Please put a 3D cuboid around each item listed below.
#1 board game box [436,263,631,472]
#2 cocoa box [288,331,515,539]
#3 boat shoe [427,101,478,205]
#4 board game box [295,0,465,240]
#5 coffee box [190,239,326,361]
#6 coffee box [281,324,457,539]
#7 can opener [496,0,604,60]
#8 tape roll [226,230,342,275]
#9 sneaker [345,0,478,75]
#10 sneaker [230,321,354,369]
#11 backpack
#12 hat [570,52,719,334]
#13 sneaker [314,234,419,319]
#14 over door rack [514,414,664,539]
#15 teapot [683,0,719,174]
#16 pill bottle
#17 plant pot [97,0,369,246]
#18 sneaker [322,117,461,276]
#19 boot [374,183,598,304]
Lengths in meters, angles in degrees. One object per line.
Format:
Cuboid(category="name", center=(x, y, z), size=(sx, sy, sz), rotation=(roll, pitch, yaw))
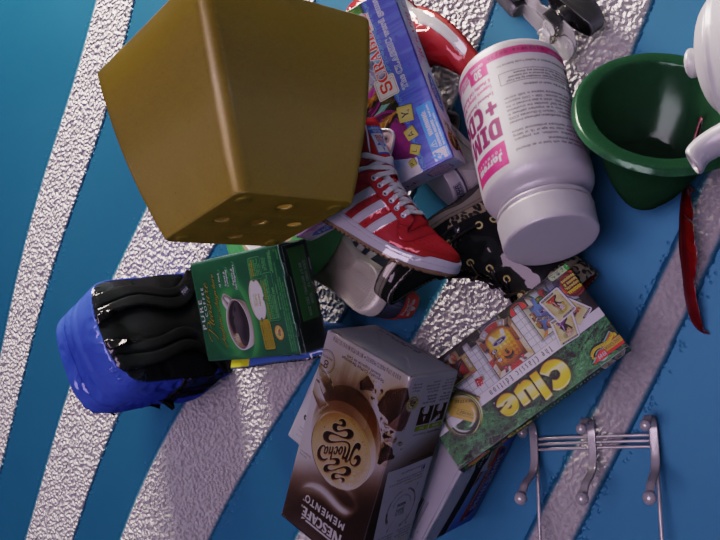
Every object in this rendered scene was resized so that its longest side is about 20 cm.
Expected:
Cuboid(category="board game box", center=(0.150, 0.094, 0.915), size=(0.199, 0.023, 0.106), rotation=(-38, 64, 6))
Cuboid(category="cocoa box", center=(0.048, 0.174, 1.031), size=(0.199, 0.130, 0.135), rotation=(34, 106, 28))
Cuboid(category="boat shoe", center=(0.078, -0.156, 1.057), size=(0.069, 0.071, 0.201), rotation=(-29, 51, -10))
Cuboid(category="board game box", center=(-0.012, -0.165, 1.013), size=(0.197, 0.041, 0.203), rotation=(-25, 75, 22))
Cuboid(category="coffee box", center=(-0.121, 0.037, 1.080), size=(0.198, 0.043, 0.126), rotation=(-12, 91, 51))
Cuboid(category="coffee box", center=(0.006, 0.170, 0.919), size=(0.112, 0.079, 0.204), rotation=(25, 107, 38))
Cuboid(category="can opener", center=(0.174, -0.303, 1.010), size=(0.066, 0.053, 0.201), rotation=(-37, 69, -10))
Cuboid(category="tape roll", center=(-0.089, -0.084, 1.134), size=(0.198, 0.048, 0.205), rotation=(-17, 67, 45))
Cuboid(category="sneaker", center=(0.043, -0.237, 1.057), size=(0.116, 0.078, 0.200), rotation=(-50, 51, 4))
Cuboid(category="sneaker", center=(-0.088, 0.074, 1.157), size=(0.197, 0.066, 0.080), rotation=(-9, 86, 33))
Cuboid(category="backpack", center=(-0.288, 0.107, 1.207), size=(0.167, 0.199, 0.164), rotation=(-39, 71, 25))
Cuboid(category="hat", center=(0.284, -0.084, 0.939), size=(0.162, 0.178, 0.202), rotation=(10, 50, 15))
Cuboid(category="sneaker", center=(0.000, 0.000, 1.106), size=(0.076, 0.083, 0.200), rotation=(-60, 38, 16))
Cuboid(category="over door rack", center=(0.235, 0.252, 0.950), size=(0.145, 0.066, 0.205), rotation=(-8, 85, 33))
Cuboid(category="teapot", center=(0.353, -0.196, 0.813), size=(0.144, 0.198, 0.202), rotation=(-4, 97, 38))
Cuboid(category="pill bottle", center=(0.167, -0.117, 0.936), size=(0.112, 0.113, 0.204), rotation=(-26, 58, 29))
Cuboid(category="plant pot", center=(-0.107, -0.129, 0.887), size=(0.198, 0.197, 0.180), rotation=(-25, 71, 45))
Cuboid(category="sneaker", center=(0.028, -0.079, 0.926), size=(0.198, 0.071, 0.114), rotation=(29, 102, 26))
Cuboid(category="boot", center=(0.130, 0.004, 0.976), size=(0.202, 0.074, 0.154), rotation=(-37, 72, -11))
